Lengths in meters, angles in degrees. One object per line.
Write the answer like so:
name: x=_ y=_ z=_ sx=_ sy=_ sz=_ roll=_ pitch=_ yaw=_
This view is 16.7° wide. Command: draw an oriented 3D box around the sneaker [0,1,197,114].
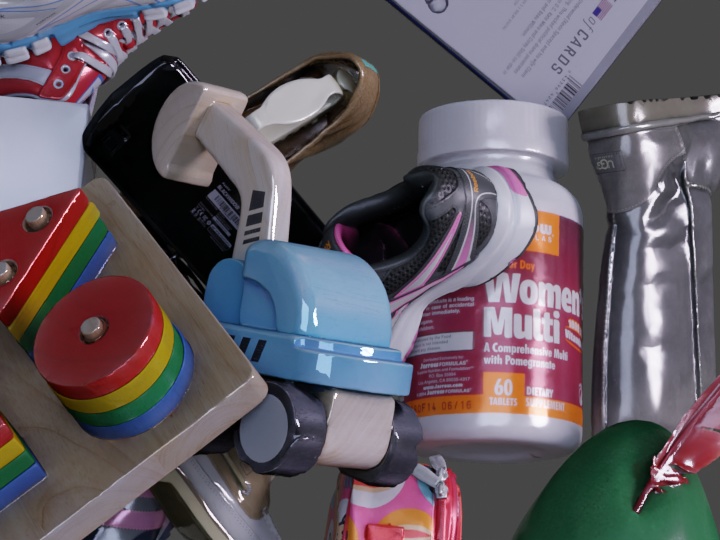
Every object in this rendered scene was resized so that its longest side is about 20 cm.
sneaker: x=-0.145 y=-0.148 z=1.488 sx=0.199 sy=0.071 sz=0.113 roll=-11 pitch=74 yaw=3

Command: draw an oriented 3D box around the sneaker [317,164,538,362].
sneaker: x=0.000 y=0.000 z=1.381 sx=0.200 sy=0.086 sz=0.081 roll=-45 pitch=52 yaw=25

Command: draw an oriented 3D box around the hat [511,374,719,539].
hat: x=0.144 y=0.094 z=1.368 sx=0.199 sy=0.165 sz=0.177 roll=-8 pitch=97 yaw=-34

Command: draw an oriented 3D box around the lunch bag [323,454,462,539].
lunch bag: x=0.010 y=0.204 z=1.362 sx=0.081 sy=0.176 sz=0.201 roll=6 pitch=77 yaw=-1

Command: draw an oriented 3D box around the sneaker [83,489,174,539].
sneaker: x=-0.138 y=0.115 z=1.419 sx=0.200 sy=0.070 sz=0.082 roll=-50 pitch=117 yaw=-18

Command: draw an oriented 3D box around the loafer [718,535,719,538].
loafer: x=0.211 y=0.202 z=1.429 sx=0.072 sy=0.063 sz=0.200 roll=37 pitch=78 yaw=4

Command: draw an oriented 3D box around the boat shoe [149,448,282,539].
boat shoe: x=-0.079 y=0.115 z=1.370 sx=0.068 sy=0.075 sz=0.200 roll=-47 pitch=121 yaw=-17

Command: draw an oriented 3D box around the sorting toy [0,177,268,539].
sorting toy: x=-0.181 y=0.048 z=1.271 sx=0.198 sy=0.070 sz=0.200 roll=-37 pitch=45 yaw=-5

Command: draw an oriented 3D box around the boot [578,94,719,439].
boot: x=0.199 y=-0.002 z=1.466 sx=0.181 sy=0.072 sz=0.201 roll=-8 pitch=89 yaw=-35

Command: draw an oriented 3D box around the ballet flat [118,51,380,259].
ballet flat: x=-0.073 y=-0.073 z=1.474 sx=0.199 sy=0.072 sz=0.068 roll=-32 pitch=80 yaw=-9

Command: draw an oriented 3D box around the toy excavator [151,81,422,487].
toy excavator: x=-0.047 y=0.004 z=1.322 sx=0.100 sy=0.194 sz=0.201 roll=12 pitch=88 yaw=-44

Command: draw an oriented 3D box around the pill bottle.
pill bottle: x=0.077 y=0.008 z=1.443 sx=0.109 sy=0.110 sz=0.201 roll=2 pitch=78 yaw=-2

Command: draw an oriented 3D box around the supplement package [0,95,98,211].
supplement package: x=-0.240 y=0.005 z=1.430 sx=0.155 sy=0.111 sz=0.201 roll=5 pitch=78 yaw=-1

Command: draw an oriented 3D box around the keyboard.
keyboard: x=-0.092 y=-0.031 z=1.441 sx=0.104 sy=0.040 sz=0.200 roll=-40 pitch=117 yaw=0

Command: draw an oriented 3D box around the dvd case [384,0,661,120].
dvd case: x=0.088 y=-0.201 z=1.490 sx=0.200 sy=0.025 sz=0.151 roll=38 pitch=91 yaw=-13

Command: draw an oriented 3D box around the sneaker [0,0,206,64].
sneaker: x=-0.154 y=-0.183 z=1.419 sx=0.199 sy=0.087 sz=0.075 roll=-24 pitch=68 yaw=-1
